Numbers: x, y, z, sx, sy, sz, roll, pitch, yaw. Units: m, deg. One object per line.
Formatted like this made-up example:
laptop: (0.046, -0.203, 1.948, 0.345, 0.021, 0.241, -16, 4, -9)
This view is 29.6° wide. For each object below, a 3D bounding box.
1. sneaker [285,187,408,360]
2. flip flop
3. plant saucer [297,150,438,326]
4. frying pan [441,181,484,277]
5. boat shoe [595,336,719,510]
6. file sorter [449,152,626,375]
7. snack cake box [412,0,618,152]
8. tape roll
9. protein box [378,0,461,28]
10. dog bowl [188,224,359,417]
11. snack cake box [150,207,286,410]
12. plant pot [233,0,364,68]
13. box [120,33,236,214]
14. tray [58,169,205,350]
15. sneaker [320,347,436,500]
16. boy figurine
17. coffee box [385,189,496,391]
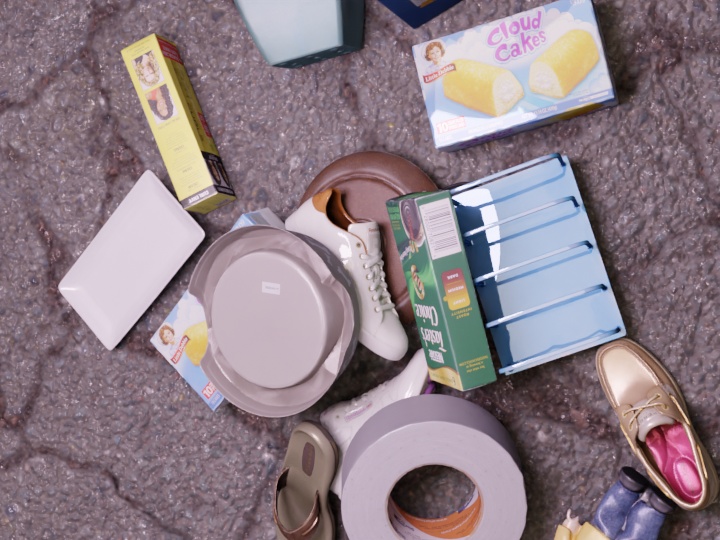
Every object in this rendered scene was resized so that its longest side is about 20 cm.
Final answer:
sneaker: (0.000, 0.000, 1.463, 0.084, 0.073, 0.201, -40, 78, 25)
flip flop: (-0.067, 0.258, 1.508, 0.080, 0.057, 0.202, 26, 127, 25)
plant saucer: (0.007, -0.031, 1.516, 0.197, 0.034, 0.204, 3, 96, 25)
frying pan: (0.130, -0.007, 1.502, 0.114, 0.031, 0.192, -27, 79, 16)
boat shoe: (0.310, 0.159, 1.424, 0.073, 0.069, 0.201, -35, 79, 14)
file sorter: (0.179, -0.007, 1.411, 0.137, 0.123, 0.203, -19, 84, 10)
snack cake box: (0.166, -0.210, 1.463, 0.197, 0.067, 0.117, -15, 86, 15)
tape roll: (0.077, 0.237, 1.452, 0.197, 0.066, 0.203, 0, 110, 1)
protein box: (0.086, -0.377, 1.426, 0.197, 0.200, 0.136, -29, 82, 14)
dog bowl: (-0.088, 0.049, 1.441, 0.197, 0.058, 0.204, 5, 100, 26)
snack cake box: (-0.135, 0.043, 1.535, 0.115, 0.067, 0.201, 43, 113, 12)
plant pot: (-0.072, -0.333, 1.510, 0.139, 0.141, 0.203, -12, 93, 15)
box: (-0.210, -0.168, 1.577, 0.050, 0.075, 0.202, -24, 82, 12)
tray: (-0.267, -0.011, 1.601, 0.108, 0.022, 0.200, 47, 112, 11)
sneaker: (0.012, 0.161, 1.507, 0.099, 0.075, 0.201, 35, 99, 12)
boy figurine: (0.257, 0.313, 1.442, 0.123, 0.064, 0.202, 32, 99, 14)
coffee box: (0.082, 0.019, 1.410, 0.043, 0.123, 0.203, -16, 96, -12)
